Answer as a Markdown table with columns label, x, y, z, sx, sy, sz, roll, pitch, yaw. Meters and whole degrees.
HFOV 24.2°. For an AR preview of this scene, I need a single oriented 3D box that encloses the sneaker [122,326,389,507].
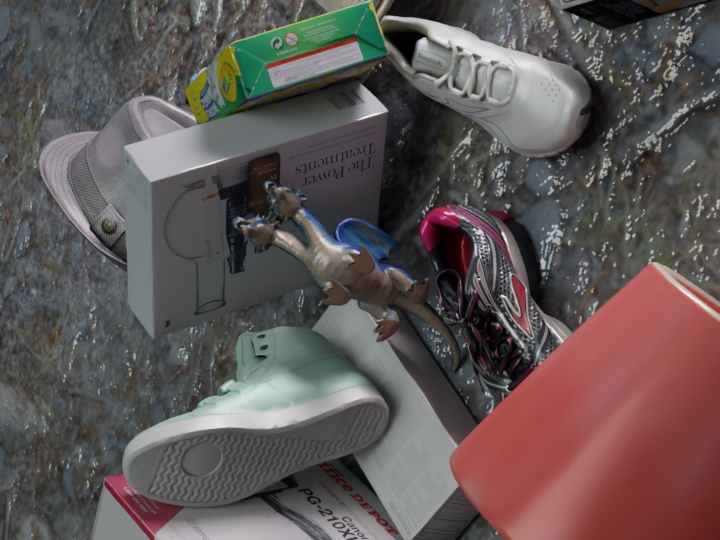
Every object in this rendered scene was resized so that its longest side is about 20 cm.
| label | x | y | z | sx | sy | sz | roll | pitch | yaw |
| --- | --- | --- | --- | --- | --- | --- | --- | --- | --- |
| sneaker | -0.093 | 0.102 | 1.232 | 0.118 | 0.200 | 0.074 | 49 | 144 | 47 |

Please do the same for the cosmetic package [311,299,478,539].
| label | x | y | z | sx | sy | sz | roll | pitch | yaw |
| --- | --- | --- | --- | --- | --- | --- | --- | --- | --- |
| cosmetic package | 0.028 | 0.107 | 1.266 | 0.083 | 0.051 | 0.200 | -50 | 50 | 22 |

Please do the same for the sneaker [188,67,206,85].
| label | x | y | z | sx | sy | sz | roll | pitch | yaw |
| --- | --- | --- | --- | --- | --- | --- | --- | --- | --- |
| sneaker | -0.072 | -0.129 | 1.419 | 0.087 | 0.075 | 0.200 | -44 | 47 | -1 |

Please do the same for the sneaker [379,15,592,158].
| label | x | y | z | sx | sy | sz | roll | pitch | yaw |
| --- | --- | --- | --- | --- | --- | --- | --- | --- | --- |
| sneaker | 0.085 | -0.138 | 1.238 | 0.200 | 0.087 | 0.075 | 27 | 99 | 44 |

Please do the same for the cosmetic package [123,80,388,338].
| label | x | y | z | sx | sy | sz | roll | pitch | yaw |
| --- | --- | --- | --- | --- | --- | --- | --- | --- | --- |
| cosmetic package | -0.079 | -0.047 | 1.268 | 0.052 | 0.199 | 0.151 | 49 | 147 | 38 |

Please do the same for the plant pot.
| label | x | y | z | sx | sy | sz | roll | pitch | yaw |
| --- | --- | --- | --- | --- | --- | --- | --- | --- | --- |
| plant pot | 0.185 | 0.106 | 1.028 | 0.178 | 0.200 | 0.200 | -54 | 48 | 8 |

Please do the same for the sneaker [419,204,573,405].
| label | x | y | z | sx | sy | sz | roll | pitch | yaw |
| --- | --- | --- | --- | --- | --- | --- | --- | --- | --- |
| sneaker | 0.096 | 0.042 | 1.196 | 0.081 | 0.074 | 0.201 | -43 | 55 | 30 |

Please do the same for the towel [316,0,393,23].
| label | x | y | z | sx | sy | sz | roll | pitch | yaw |
| --- | --- | --- | --- | --- | --- | --- | --- | --- | --- |
| towel | 0.006 | -0.268 | 1.344 | 0.133 | 0.034 | 0.200 | -60 | 25 | 15 |

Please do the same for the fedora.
| label | x | y | z | sx | sy | sz | roll | pitch | yaw |
| --- | --- | --- | --- | --- | --- | --- | --- | --- | --- |
| fedora | -0.163 | -0.076 | 1.401 | 0.200 | 0.177 | 0.090 | 51 | 124 | 20 |

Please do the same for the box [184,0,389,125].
| label | x | y | z | sx | sy | sz | roll | pitch | yaw |
| --- | --- | --- | --- | --- | --- | --- | --- | --- | --- |
| box | -0.064 | -0.149 | 1.286 | 0.200 | 0.117 | 0.049 | 170 | 80 | -73 |

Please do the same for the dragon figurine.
| label | x | y | z | sx | sy | sz | roll | pitch | yaw |
| --- | --- | --- | --- | --- | --- | --- | --- | --- | --- |
| dragon figurine | 0.000 | 0.000 | 1.234 | 0.059 | 0.200 | 0.099 | -55 | 33 | 12 |

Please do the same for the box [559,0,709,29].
| label | x | y | z | sx | sy | sz | roll | pitch | yaw |
| --- | --- | --- | --- | --- | --- | --- | --- | --- | --- |
| box | 0.230 | -0.247 | 1.136 | 0.199 | 0.060 | 0.117 | -9 | 75 | 43 |

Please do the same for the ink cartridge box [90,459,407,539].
| label | x | y | z | sx | sy | sz | roll | pitch | yaw |
| --- | --- | --- | --- | --- | --- | --- | --- | --- | --- |
| ink cartridge box | -0.076 | 0.208 | 1.232 | 0.145 | 0.199 | 0.085 | 39 | 123 | 43 |
